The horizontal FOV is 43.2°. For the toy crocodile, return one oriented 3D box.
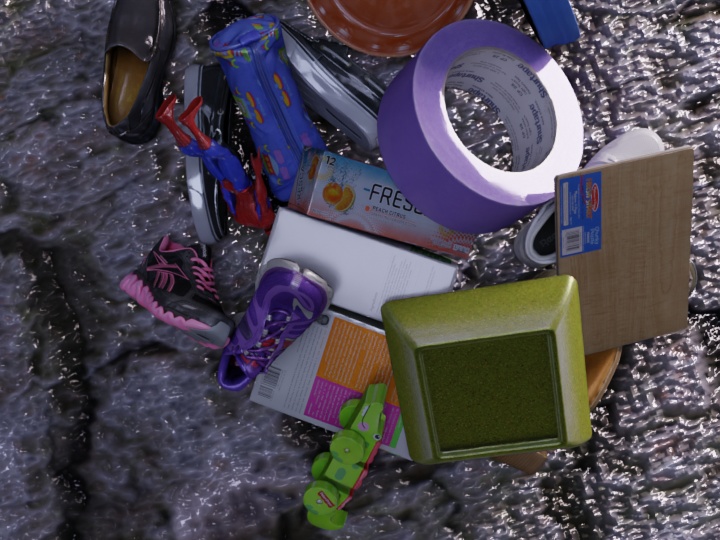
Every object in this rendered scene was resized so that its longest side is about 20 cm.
[{"bbox_3d":[-0.013,0.207,0.993,0.061,0.068,0.201,24,116,-3],"label":"toy crocodile"}]

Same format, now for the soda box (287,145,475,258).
[{"bbox_3d":[0.028,-0.071,0.954,0.198,0.063,0.069,14,96,-27],"label":"soda box"}]

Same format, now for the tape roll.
[{"bbox_3d":[0.123,-0.145,0.925,0.198,0.085,0.202,8,71,-23],"label":"tape roll"}]

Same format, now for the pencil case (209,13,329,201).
[{"bbox_3d":[-0.087,-0.166,0.959,0.078,0.087,0.201,-28,118,-10],"label":"pencil case"}]

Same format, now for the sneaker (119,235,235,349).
[{"bbox_3d":[-0.187,0.015,0.979,0.096,0.199,0.079,-55,131,-7],"label":"sneaker"}]

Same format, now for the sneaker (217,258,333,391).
[{"bbox_3d":[-0.092,0.065,0.933,0.080,0.084,0.200,27,136,-9],"label":"sneaker"}]

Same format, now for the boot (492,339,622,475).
[{"bbox_3d":[0.176,0.118,0.987,0.143,0.071,0.202,31,104,-8],"label":"boot"}]

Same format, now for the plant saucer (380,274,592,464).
[{"bbox_3d":[0.132,0.117,0.923,0.198,0.048,0.201,-9,115,7],"label":"plant saucer"}]

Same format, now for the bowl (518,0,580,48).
[{"bbox_3d":[0.159,-0.314,0.904,0.039,0.201,0.202,-25,91,14],"label":"bowl"}]

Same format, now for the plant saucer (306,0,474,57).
[{"bbox_3d":[0.031,-0.326,0.945,0.198,0.032,0.202,7,114,15],"label":"plant saucer"}]

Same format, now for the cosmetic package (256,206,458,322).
[{"bbox_3d":[0.000,0.000,0.984,0.198,0.108,0.086,20,96,2],"label":"cosmetic package"}]

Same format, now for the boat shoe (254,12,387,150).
[{"bbox_3d":[-0.036,-0.218,1.000,0.200,0.072,0.071,43,74,3],"label":"boat shoe"}]

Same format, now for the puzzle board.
[{"bbox_3d":[0.264,-0.016,0.917,0.149,0.017,0.202,-12,114,-12],"label":"puzzle board"}]

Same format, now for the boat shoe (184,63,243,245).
[{"bbox_3d":[-0.160,-0.130,1.011,0.056,0.069,0.202,-4,91,5],"label":"boat shoe"}]

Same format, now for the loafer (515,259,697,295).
[{"bbox_3d":[0.265,0.024,0.979,0.198,0.070,0.076,-11,93,6],"label":"loafer"}]

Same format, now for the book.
[{"bbox_3d":[-0.012,0.118,1.024,0.198,0.048,0.135,20,99,4],"label":"book"}]

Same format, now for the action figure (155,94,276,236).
[{"bbox_3d":[-0.134,-0.102,0.955,0.065,0.201,0.052,7,55,35],"label":"action figure"}]

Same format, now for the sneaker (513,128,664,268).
[{"bbox_3d":[0.249,-0.074,0.953,0.200,0.116,0.074,-44,87,5],"label":"sneaker"}]

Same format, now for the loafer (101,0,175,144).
[{"bbox_3d":[-0.250,-0.244,1.009,0.072,0.072,0.202,3,93,6],"label":"loafer"}]
